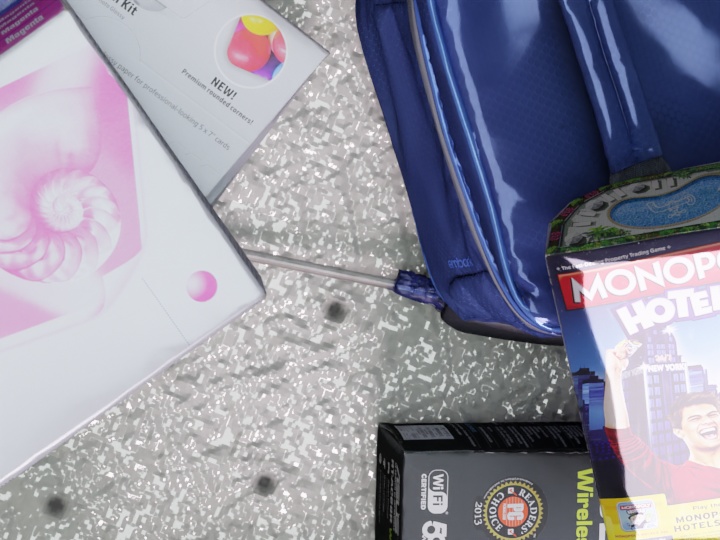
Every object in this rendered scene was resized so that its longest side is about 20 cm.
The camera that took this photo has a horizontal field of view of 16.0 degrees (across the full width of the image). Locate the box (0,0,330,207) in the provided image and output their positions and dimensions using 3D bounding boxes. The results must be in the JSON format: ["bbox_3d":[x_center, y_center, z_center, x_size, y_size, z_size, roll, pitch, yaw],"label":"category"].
[{"bbox_3d":[-0.134,-0.059,1.078,0.156,0.041,0.200,36,92,-10],"label":"box"}]

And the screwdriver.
[{"bbox_3d":[0.000,0.000,1.121,0.199,0.028,0.029,16,125,-10],"label":"screwdriver"}]

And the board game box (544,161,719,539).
[{"bbox_3d":[0.175,0.002,0.971,0.199,0.062,0.200,-9,122,9],"label":"board game box"}]

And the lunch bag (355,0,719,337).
[{"bbox_3d":[0.088,-0.077,1.054,0.135,0.132,0.201,-19,96,-15],"label":"lunch bag"}]

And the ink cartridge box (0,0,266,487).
[{"bbox_3d":[-0.172,-0.015,1.038,0.196,0.043,0.200,-36,101,-1],"label":"ink cartridge box"}]

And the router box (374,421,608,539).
[{"bbox_3d":[0.083,0.167,1.140,0.149,0.062,0.201,-1,99,-11],"label":"router box"}]
